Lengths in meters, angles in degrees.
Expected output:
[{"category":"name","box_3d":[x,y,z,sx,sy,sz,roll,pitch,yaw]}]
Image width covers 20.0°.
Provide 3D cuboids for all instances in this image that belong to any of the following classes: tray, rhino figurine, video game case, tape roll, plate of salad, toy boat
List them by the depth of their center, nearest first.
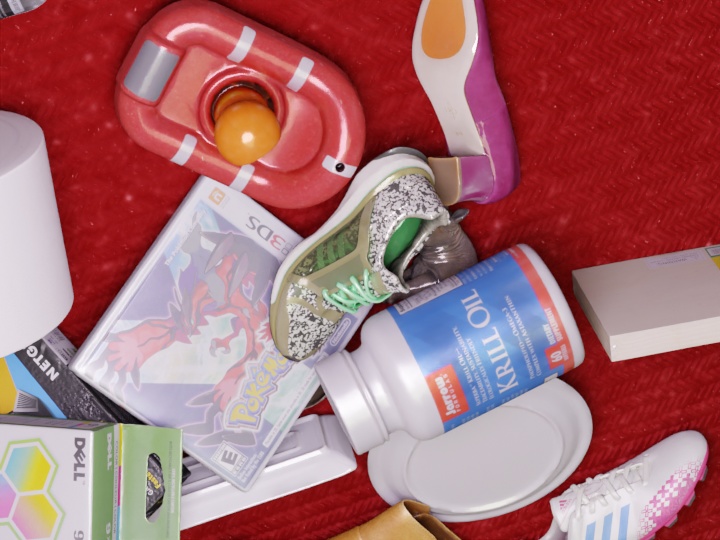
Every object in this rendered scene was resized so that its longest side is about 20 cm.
[{"category":"tape roll","box_3d":[-0.328,-0.026,1.559,0.202,0.203,0.140,-8,114,-5]},{"category":"toy boat","box_3d":[-0.090,-0.118,1.594,0.200,0.131,0.131,24,108,-18]},{"category":"video game case","box_3d":[-0.109,0.049,1.673,0.182,0.023,0.200,37,79,-16]},{"category":"rhino figurine","box_3d":[0.058,0.012,1.713,0.087,0.060,0.201,-10,112,-14]},{"category":"tray","box_3d":[-0.106,0.169,1.731,0.200,0.107,0.022,-19,111,-1]},{"category":"plate of salad","box_3d":[0.103,0.148,1.781,0.199,0.048,0.200,-7,136,-7]}]

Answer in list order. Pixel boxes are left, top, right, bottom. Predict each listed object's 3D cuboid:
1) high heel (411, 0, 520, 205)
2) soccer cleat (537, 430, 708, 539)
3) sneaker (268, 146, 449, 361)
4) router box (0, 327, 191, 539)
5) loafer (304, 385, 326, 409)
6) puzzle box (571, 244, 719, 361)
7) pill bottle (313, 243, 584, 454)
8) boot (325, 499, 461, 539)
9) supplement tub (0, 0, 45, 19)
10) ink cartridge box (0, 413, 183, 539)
[{"category":"high heel","box_3d":[0.097,-0.153,1.662,0.096,0.067,0.201,-14,101,-49]},{"category":"soccer cleat","box_3d":[0.223,0.209,1.819,0.086,0.070,0.200,36,104,-21]},{"category":"sneaker","box_3d":[0.000,0.000,1.625,0.077,0.089,0.200,21,111,-40]},{"category":"router box","box_3d":[-0.259,0.148,1.680,0.200,0.051,0.149,46,103,8]},{"category":"loafer","box_3d":[-0.110,0.109,1.723,0.199,0.071,0.073,-15,115,-2]},{"category":"puzzle box","box_3d":[0.289,0.020,1.713,0.199,0.133,0.025,-10,115,-4]},{"category":"pill bottle","box_3d":[0.069,0.069,1.643,0.200,0.112,0.112,-27,115,-5]},{"category":"boot","box_3d":[-0.013,0.244,1.788,0.201,0.071,0.144,28,119,-31]},{"category":"supplement tub","box_3d":[-0.311,-0.237,1.513,0.199,0.123,0.123,-15,115,-2]},{"category":"ink cartridge box","box_3d":[-0.245,0.171,1.619,0.199,0.059,0.104,3,94,15]}]
